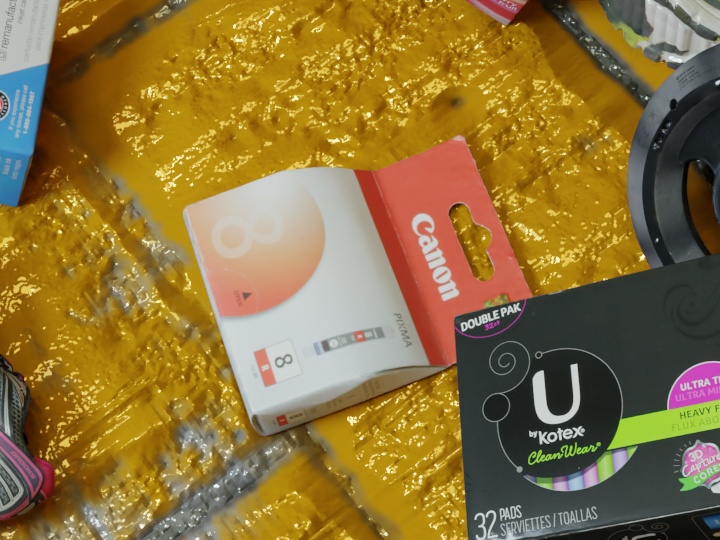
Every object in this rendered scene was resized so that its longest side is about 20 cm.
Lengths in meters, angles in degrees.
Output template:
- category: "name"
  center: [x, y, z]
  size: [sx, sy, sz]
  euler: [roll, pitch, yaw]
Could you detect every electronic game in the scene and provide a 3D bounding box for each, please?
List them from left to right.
- category: "electronic game"
  center: [0.254, -0.044, 1.094]
  size: [0.199, 0.201, 0.042]
  euler: [35, 34, 22]

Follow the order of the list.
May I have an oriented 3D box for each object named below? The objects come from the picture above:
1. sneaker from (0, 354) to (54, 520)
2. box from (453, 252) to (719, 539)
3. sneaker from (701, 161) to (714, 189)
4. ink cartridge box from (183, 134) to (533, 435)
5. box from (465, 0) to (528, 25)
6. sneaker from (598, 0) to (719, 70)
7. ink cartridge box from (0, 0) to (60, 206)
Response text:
- category: "sneaker"
  center: [-0.254, 0.070, 1.164]
  size: [0.074, 0.081, 0.201]
  euler: [-12, 69, -14]
- category: "box"
  center: [0.170, 0.092, 1.031]
  size: [0.199, 0.124, 0.150]
  euler: [-15, 61, 22]
- category: "sneaker"
  center: [0.314, -0.048, 1.143]
  size: [0.199, 0.090, 0.070]
  euler: [10, 71, 42]
- category: "ink cartridge box"
  center: [0.000, 0.000, 1.172]
  size: [0.199, 0.050, 0.163]
  euler: [-22, 63, 1]
- category: "box"
  center: [0.051, -0.268, 1.227]
  size: [0.199, 0.100, 0.096]
  euler: [31, 78, -4]
- category: "sneaker"
  center: [0.252, -0.176, 1.218]
  size: [0.199, 0.075, 0.085]
  euler: [30, 65, 11]
- category: "ink cartridge box"
  center: [-0.317, -0.143, 1.231]
  size: [0.198, 0.084, 0.147]
  euler: [11, 64, -14]
